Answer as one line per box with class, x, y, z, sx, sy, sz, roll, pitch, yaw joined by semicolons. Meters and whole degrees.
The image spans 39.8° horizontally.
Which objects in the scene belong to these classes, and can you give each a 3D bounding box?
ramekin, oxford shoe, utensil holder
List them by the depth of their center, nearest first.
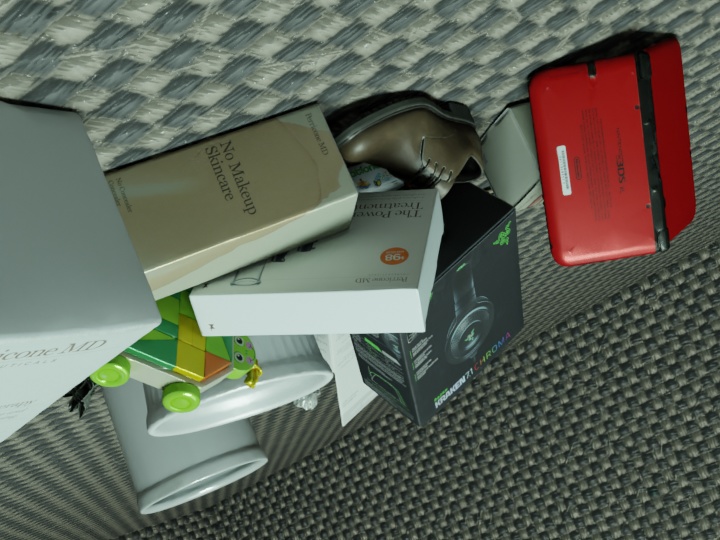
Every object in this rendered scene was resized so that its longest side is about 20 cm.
oxford shoe;0.055;-0.109;0.916;0.199;0.085;0.073;-7;160;-47
ramekin;-0.137;0.096;1.042;0.199;0.098;0.201;-18;167;-4
utensil holder;-0.232;0.181;1.264;0.169;0.201;0.170;-22;167;-5

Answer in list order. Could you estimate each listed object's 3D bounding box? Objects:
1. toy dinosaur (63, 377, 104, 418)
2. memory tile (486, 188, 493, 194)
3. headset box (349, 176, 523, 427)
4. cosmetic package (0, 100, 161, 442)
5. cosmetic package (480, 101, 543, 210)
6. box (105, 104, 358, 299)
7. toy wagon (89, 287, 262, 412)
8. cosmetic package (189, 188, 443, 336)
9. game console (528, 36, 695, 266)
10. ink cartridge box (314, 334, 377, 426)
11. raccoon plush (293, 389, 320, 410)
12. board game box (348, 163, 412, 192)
toy dinosaur;-0.274;0.070;1.074;0.135;0.102;0.201;-32;156;-42
memory tile;0.120;-0.065;1.328;0.199;0.017;0.153;-16;164;-29
headset box;0.075;0.026;1.011;0.174;0.093;0.201;-40;142;-23
cosmetic package;-0.273;0.011;0.638;0.199;0.167;0.167;-33;163;30
cosmetic package;0.240;-0.142;1.090;0.199;0.088;0.103;-18;167;-21
box;-0.111;-0.054;0.823;0.199;0.095;0.078;-22;165;-14
toy wagon;-0.162;0.047;0.875;0.199;0.156;0.040;27;129;-32
cosmetic package;-0.033;-0.009;0.881;0.198;0.151;0.052;-2;128;13
game console;0.265;-0.124;1.027;0.171;0.202;0.119;-9;-165;7
ink cartridge box;0.017;0.061;1.207;0.200;0.044;0.177;-38;136;-38
raccoon plush;-0.033;0.070;1.254;0.096;0.202;0.134;5;164;-4
board game box;0.016;-0.071;1.089;0.125;0.035;0.200;-20;166;-13
